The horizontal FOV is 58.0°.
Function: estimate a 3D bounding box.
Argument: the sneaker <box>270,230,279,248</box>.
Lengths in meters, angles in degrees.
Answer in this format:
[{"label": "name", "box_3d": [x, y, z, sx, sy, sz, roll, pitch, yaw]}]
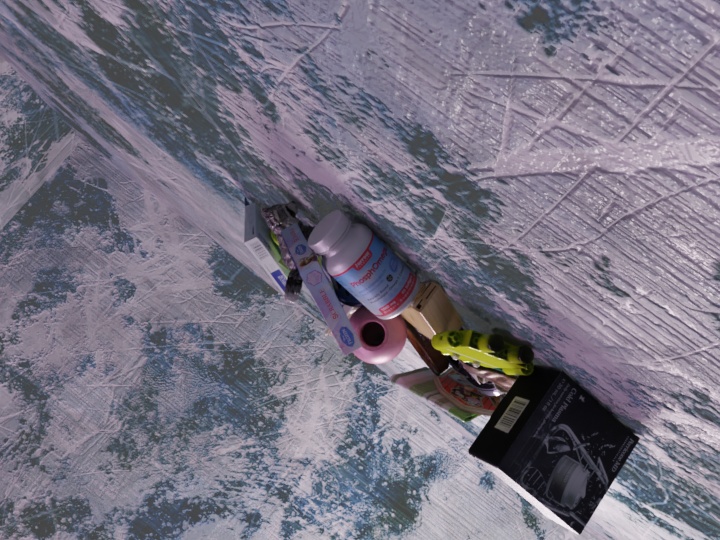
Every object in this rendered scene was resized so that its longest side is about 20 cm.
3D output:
[{"label": "sneaker", "box_3d": [-0.148, -0.042, 1.645, 0.200, 0.074, 0.084, 51, 175, -8]}]

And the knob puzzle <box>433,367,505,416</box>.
[{"label": "knob puzzle", "box_3d": [0.253, 0.262, 1.418, 0.218, 0.031, 0.220, 15, -167, -4]}]

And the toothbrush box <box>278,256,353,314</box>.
[{"label": "toothbrush box", "box_3d": [-0.085, 0.009, 1.530, 0.200, 0.086, 0.146, 40, -179, -1]}]

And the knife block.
[{"label": "knife block", "box_3d": [0.156, 0.102, 1.245, 0.175, 0.064, 0.200, 39, 169, -6]}]

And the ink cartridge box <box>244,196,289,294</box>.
[{"label": "ink cartridge box", "box_3d": [-0.233, -0.072, 1.668, 0.200, 0.040, 0.200, 58, -167, -39]}]

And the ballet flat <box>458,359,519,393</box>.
[{"label": "ballet flat", "box_3d": [0.256, 0.200, 1.281, 0.200, 0.068, 0.068, 24, 132, 56]}]

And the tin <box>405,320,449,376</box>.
[{"label": "tin", "box_3d": [0.128, 0.144, 1.452, 0.200, 0.042, 0.112, 54, 177, 12]}]

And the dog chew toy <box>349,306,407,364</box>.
[{"label": "dog chew toy", "box_3d": [0.042, 0.128, 1.360, 0.124, 0.125, 0.200, 36, -176, 10]}]

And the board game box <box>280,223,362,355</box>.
[{"label": "board game box", "box_3d": [-0.077, 0.032, 1.238, 0.200, 0.041, 0.200, 64, 177, -28]}]

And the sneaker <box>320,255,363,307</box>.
[{"label": "sneaker", "box_3d": [-0.031, 0.004, 1.348, 0.200, 0.074, 0.083, 45, 151, 46]}]

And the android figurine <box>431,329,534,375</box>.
[{"label": "android figurine", "box_3d": [0.214, 0.145, 1.161, 0.181, 0.041, 0.200, 21, 164, -18]}]

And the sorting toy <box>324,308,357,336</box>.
[{"label": "sorting toy", "box_3d": [0.012, 0.138, 1.758, 0.199, 0.107, 0.180, 14, -177, -3]}]

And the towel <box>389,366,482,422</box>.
[{"label": "towel", "box_3d": [0.178, 0.273, 1.423, 0.199, 0.031, 0.149, 25, -163, 36]}]

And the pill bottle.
[{"label": "pill bottle", "box_3d": [0.005, -0.012, 1.151, 0.200, 0.109, 0.109, 42, 169, -23]}]

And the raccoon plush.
[{"label": "raccoon plush", "box_3d": [-0.158, -0.043, 1.354, 0.134, 0.201, 0.097, 21, 162, -33]}]

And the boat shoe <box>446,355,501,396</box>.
[{"label": "boat shoe", "box_3d": [0.240, 0.202, 1.385, 0.068, 0.072, 0.200, 42, 176, -28]}]

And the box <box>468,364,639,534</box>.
[{"label": "box", "box_3d": [0.334, 0.305, 1.133, 0.196, 0.200, 0.124, 40, 168, -11]}]
